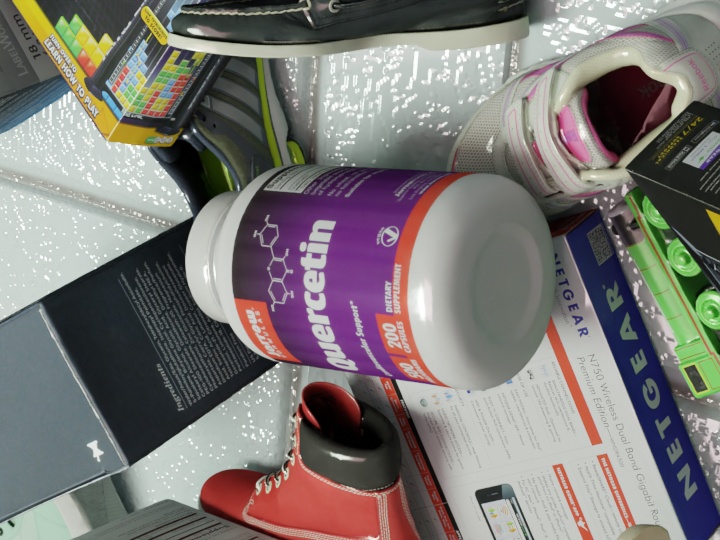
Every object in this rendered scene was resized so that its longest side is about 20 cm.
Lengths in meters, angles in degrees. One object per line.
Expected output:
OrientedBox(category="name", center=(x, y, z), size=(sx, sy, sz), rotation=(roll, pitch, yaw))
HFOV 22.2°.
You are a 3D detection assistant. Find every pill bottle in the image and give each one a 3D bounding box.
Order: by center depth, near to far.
OrientedBox(category="pill bottle", center=(0.000, 0.000, 1.002), size=(0.199, 0.112, 0.113), rotation=(5, 112, 40))

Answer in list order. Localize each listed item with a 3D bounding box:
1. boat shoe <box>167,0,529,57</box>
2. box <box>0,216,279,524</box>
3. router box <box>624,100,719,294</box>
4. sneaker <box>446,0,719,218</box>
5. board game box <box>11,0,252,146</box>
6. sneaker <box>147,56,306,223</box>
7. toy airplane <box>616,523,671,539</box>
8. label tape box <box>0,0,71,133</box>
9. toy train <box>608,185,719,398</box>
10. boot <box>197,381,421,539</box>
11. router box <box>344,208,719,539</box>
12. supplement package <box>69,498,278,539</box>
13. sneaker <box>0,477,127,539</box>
OrientedBox(category="boat shoe", center=(-0.005, -0.150, 0.970), size=(0.198, 0.075, 0.067), rotation=(-4, 106, -11))
OrientedBox(category="box", center=(-0.154, 0.055, 1.121), size=(0.148, 0.200, 0.108), rotation=(-25, 96, 36))
OrientedBox(category="router box", center=(0.229, 0.020, 0.861), size=(0.200, 0.052, 0.157), rotation=(49, 175, -25))
OrientedBox(category="sneaker", center=(0.114, -0.078, 0.967), size=(0.200, 0.088, 0.082), rotation=(-33, 91, 37))
OrientedBox(category="board game box", center=(-0.132, -0.198, 1.042), size=(0.200, 0.056, 0.166), rotation=(53, 122, 27))
OrientedBox(category="sneaker", center=(-0.094, -0.107, 1.089), size=(0.074, 0.081, 0.201), rotation=(-18, 97, 35))
OrientedBox(category="toy airplane", center=(0.148, 0.266, 0.957), size=(0.199, 0.200, 0.141), rotation=(46, 170, -4))
OrientedBox(category="label tape box", center=(-0.255, -0.108, 1.116), size=(0.144, 0.200, 0.064), rotation=(-26, 95, 36))
OrientedBox(category="toy train", center=(0.195, 0.037, 0.996), size=(0.056, 0.042, 0.201), rotation=(-25, 95, 47))
OrientedBox(category="boot", center=(-0.039, 0.121, 1.130), size=(0.199, 0.072, 0.145), rotation=(15, 126, 46))
OrientedBox(category="router box", center=(0.091, 0.085, 1.073), size=(0.179, 0.049, 0.201), rotation=(-16, 100, 36))
OrientedBox(category="supplement package", center=(-0.098, 0.268, 1.105), size=(0.199, 0.146, 0.193), rotation=(12, 115, 47))
OrientedBox(category="sneaker", center=(-0.237, 0.142, 1.284), size=(0.117, 0.074, 0.202), rotation=(-8, 108, 27))
